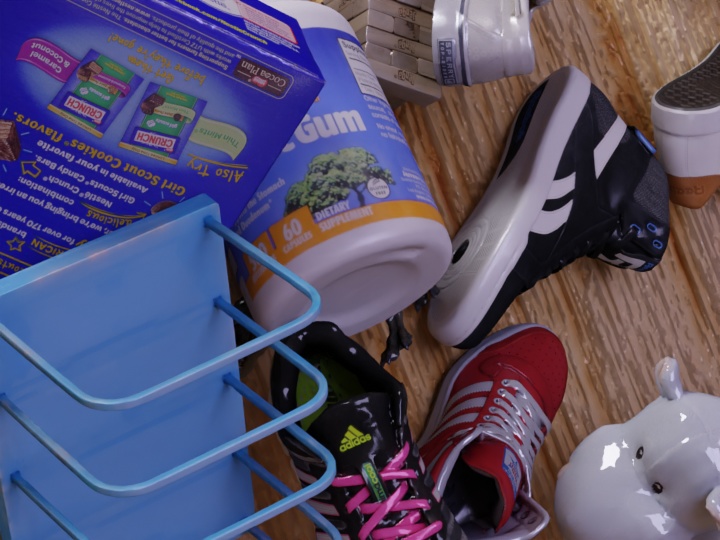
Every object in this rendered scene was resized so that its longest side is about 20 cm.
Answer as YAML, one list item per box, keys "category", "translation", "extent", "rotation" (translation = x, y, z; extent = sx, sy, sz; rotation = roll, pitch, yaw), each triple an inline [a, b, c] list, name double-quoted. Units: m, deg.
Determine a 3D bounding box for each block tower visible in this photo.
- category: "block tower"
  translation: [0.017, -0.191, 1.479]
  extent: [0.054, 0.058, 0.201]
  rotation: [15, 67, -29]

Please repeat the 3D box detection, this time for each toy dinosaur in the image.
- category: "toy dinosaur"
  translation: [0.000, 0.000, 1.423]
  extent: [0.088, 0.047, 0.200]
  rotation: [43, 55, -8]

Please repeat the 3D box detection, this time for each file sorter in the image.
- category: "file sorter"
  translation: [-0.090, 0.095, 1.225]
  extent: [0.138, 0.123, 0.201]
  rotation: [-24, 127, -27]

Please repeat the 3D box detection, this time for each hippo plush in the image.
- category: "hippo plush"
  translation: [0.194, 0.134, 1.396]
  extent: [0.160, 0.199, 0.161]
  rotation: [67, 17, 16]

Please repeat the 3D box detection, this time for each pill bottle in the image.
- category: "pill bottle"
  translation: [-0.038, -0.071, 1.358]
  extent: [0.112, 0.112, 0.201]
  rotation: [-9, 63, -34]

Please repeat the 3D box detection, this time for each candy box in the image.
- category: "candy box"
  translation: [-0.143, -0.062, 1.258]
  extent: [0.169, 0.200, 0.077]
  rotation: [24, 23, -26]

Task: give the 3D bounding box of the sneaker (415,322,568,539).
- category: "sneaker"
  translation: [0.076, 0.095, 1.401]
  extent: [0.071, 0.112, 0.200]
  rotation: [49, 57, -12]

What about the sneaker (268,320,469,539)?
- category: "sneaker"
  translation: [0.003, 0.105, 1.285]
  extent: [0.073, 0.088, 0.200]
  rotation: [-23, 57, -7]

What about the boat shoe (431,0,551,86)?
- category: "boat shoe"
  translation: [0.089, -0.174, 1.472]
  extent: [0.200, 0.069, 0.071]
  rotation: [-73, 160, -52]

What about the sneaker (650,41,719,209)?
- category: "sneaker"
  translation: [0.245, -0.096, 1.605]
  extent: [0.200, 0.073, 0.085]
  rotation: [-28, 123, -41]

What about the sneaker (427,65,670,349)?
- category: "sneaker"
  translation: [0.122, -0.015, 1.486]
  extent: [0.112, 0.073, 0.200]
  rotation: [38, 59, -17]
